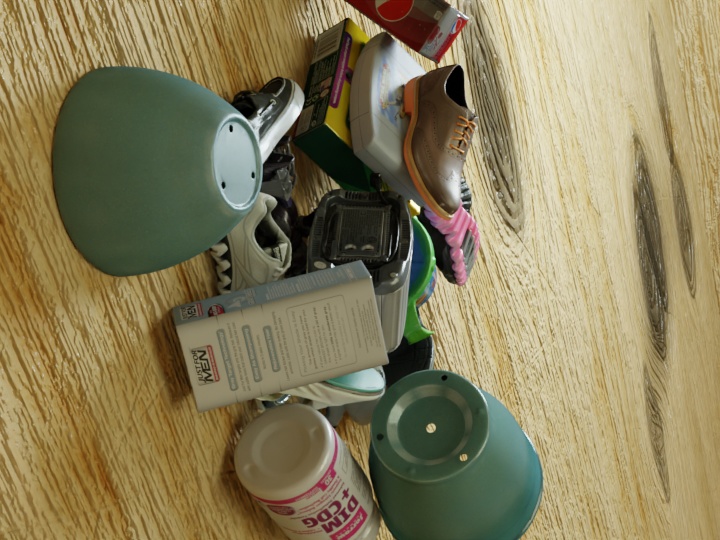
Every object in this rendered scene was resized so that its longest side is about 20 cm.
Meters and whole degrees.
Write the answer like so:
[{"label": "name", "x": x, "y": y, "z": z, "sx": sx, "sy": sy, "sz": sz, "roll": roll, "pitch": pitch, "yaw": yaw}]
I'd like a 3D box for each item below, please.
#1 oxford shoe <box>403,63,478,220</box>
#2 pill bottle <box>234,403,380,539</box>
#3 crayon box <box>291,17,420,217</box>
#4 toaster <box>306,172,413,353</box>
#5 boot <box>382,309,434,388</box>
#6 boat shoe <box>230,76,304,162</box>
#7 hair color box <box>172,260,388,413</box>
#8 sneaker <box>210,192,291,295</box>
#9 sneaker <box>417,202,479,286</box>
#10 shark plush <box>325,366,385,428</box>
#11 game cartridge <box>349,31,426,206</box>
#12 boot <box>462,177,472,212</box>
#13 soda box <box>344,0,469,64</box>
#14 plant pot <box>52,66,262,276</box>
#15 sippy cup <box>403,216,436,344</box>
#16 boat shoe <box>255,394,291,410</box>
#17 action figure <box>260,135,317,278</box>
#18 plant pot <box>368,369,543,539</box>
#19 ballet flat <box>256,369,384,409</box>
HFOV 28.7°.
[{"label": "oxford shoe", "x": 0.096, "y": -0.152, "z": 1.611, "sx": 0.071, "sy": 0.073, "sz": 0.200, "roll": 25, "pitch": 49, "yaw": -44}, {"label": "pill bottle", "x": -0.052, "y": 0.241, "z": 1.560, "sx": 0.200, "sy": 0.113, "sz": 0.113, "roll": 59, "pitch": 38, "yaw": -50}, {"label": "crayon box", "x": 0.008, "y": -0.177, "z": 1.690, "sx": 0.173, "sy": 0.058, "sz": 0.200, "roll": 43, "pitch": 38, "yaw": -30}, {"label": "toaster", "x": 0.000, "y": 0.000, "z": 1.562, "sx": 0.200, "sy": 0.114, "sz": 0.129, "roll": -86, "pitch": 178, "yaw": -48}, {"label": "boot", "x": 0.070, "y": 0.142, "z": 1.820, "sx": 0.204, "sy": 0.073, "sz": 0.154, "roll": -99, "pitch": 174, "yaw": -58}, {"label": "boat shoe", "x": -0.116, "y": -0.162, "z": 1.514, "sx": 0.057, "sy": 0.069, "sz": 0.200, "roll": 56, "pitch": 33, "yaw": -24}, {"label": "hair color box", "x": -0.081, "y": 0.066, "z": 1.423, "sx": 0.061, "sy": 0.200, "sz": 0.099, "roll": -122, "pitch": -161, "yaw": -69}, {"label": "sneaker", "x": -0.110, "y": 0.004, "z": 1.502, "sx": 0.075, "sy": 0.081, "sz": 0.200, "roll": -55, "pitch": 138, "yaw": -54}, {"label": "sneaker", "x": 0.091, "y": -0.057, "z": 1.827, "sx": 0.079, "sy": 0.095, "sz": 0.200, "roll": -65, "pitch": 146, "yaw": -34}, {"label": "shark plush", "x": -0.007, "y": 0.113, "z": 1.707, "sx": 0.083, "sy": 0.091, "sz": 0.200, "roll": -83, "pitch": 164, "yaw": -55}, {"label": "game cartridge", "x": 0.042, "y": -0.185, "z": 1.658, "sx": 0.133, "sy": 0.042, "sz": 0.200, "roll": 44, "pitch": 37, "yaw": -36}, {"label": "boot", "x": 0.091, "y": -0.129, "z": 1.916, "sx": 0.158, "sy": 0.079, "sz": 0.211, "roll": -47, "pitch": 143, "yaw": -48}, {"label": "soda box", "x": 0.028, "y": -0.330, "z": 1.678, "sx": 0.070, "sy": 0.200, "sz": 0.063, "roll": -55, "pitch": 155, "yaw": 11}, {"label": "plant pot", "x": -0.171, "y": -0.096, "z": 1.317, "sx": 0.200, "sy": 0.135, "sz": 0.200, "roll": -2, "pitch": 90, "yaw": -65}, {"label": "sippy cup", "x": 0.037, "y": -0.002, "z": 1.762, "sx": 0.130, "sy": 0.140, "sz": 0.178, "roll": 36, "pitch": 65, "yaw": -72}, {"label": "boat shoe", "x": -0.062, "y": 0.085, "z": 1.612, "sx": 0.200, "sy": 0.062, "sz": 0.073, "roll": -59, "pitch": 142, "yaw": -47}, {"label": "action figure", "x": -0.082, "y": -0.047, "z": 1.577, "sx": 0.130, "sy": 0.069, "sz": 0.200, "roll": -75, "pitch": 157, "yaw": -56}, {"label": "plant pot", "x": 0.097, "y": 0.210, "z": 1.593, "sx": 0.188, "sy": 0.200, "sz": 0.200, "roll": 65, "pitch": 32, "yaw": -58}, {"label": "ballet flat", "x": -0.069, "y": 0.118, "z": 1.532, "sx": 0.200, "sy": 0.069, "sz": 0.069, "roll": 16, "pitch": 72, "yaw": -33}]
